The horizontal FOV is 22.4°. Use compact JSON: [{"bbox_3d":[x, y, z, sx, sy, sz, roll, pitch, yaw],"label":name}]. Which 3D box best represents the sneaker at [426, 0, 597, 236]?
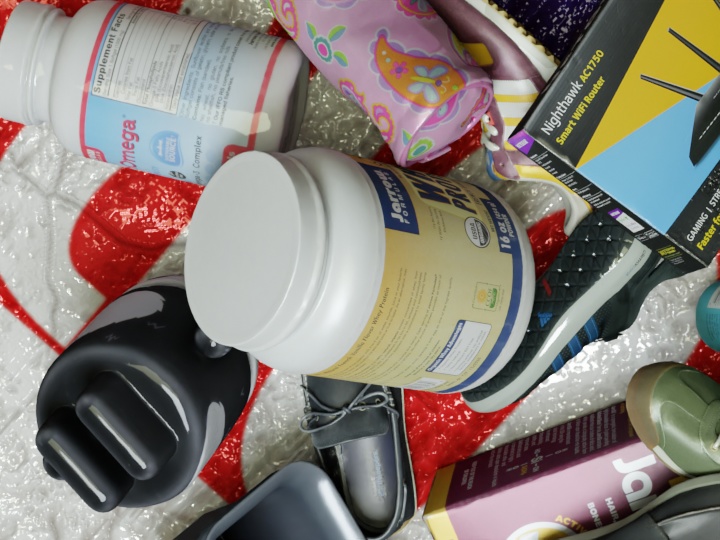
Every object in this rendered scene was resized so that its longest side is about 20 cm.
[{"bbox_3d":[0.100,-0.111,1.220,0.200,0.075,0.090,42,100,-3],"label":"sneaker"}]

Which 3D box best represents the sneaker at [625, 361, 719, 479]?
[{"bbox_3d":[0.266,0.122,1.165,0.200,0.090,0.067,41,65,-24],"label":"sneaker"}]

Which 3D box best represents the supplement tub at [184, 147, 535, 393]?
[{"bbox_3d":[0.000,0.000,1.180,0.199,0.144,0.145,10,111,-40],"label":"supplement tub"}]

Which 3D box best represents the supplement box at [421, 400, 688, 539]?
[{"bbox_3d":[0.160,0.179,1.268,0.199,0.103,0.132,-22,98,12],"label":"supplement box"}]

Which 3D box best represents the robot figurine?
[{"bbox_3d":[-0.145,0.080,1.235,0.149,0.200,0.126,2,113,16],"label":"robot figurine"}]

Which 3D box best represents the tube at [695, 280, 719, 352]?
[{"bbox_3d":[0.289,0.031,1.166,0.050,0.200,0.078,18,84,-20],"label":"tube"}]

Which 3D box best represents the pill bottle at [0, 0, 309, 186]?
[{"bbox_3d":[-0.141,-0.121,1.233,0.198,0.109,0.110,13,105,5],"label":"pill bottle"}]

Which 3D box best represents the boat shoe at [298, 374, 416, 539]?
[{"bbox_3d":[-0.005,0.101,1.294,0.074,0.062,0.202,-11,101,12],"label":"boat shoe"}]

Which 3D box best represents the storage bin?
[{"bbox_3d":[-0.069,0.257,1.291,0.134,0.145,0.201,-21,102,51],"label":"storage bin"}]

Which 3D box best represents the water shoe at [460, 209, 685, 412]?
[{"bbox_3d":[0.148,0.037,1.249,0.079,0.072,0.200,18,131,-33],"label":"water shoe"}]

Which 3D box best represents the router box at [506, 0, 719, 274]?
[{"bbox_3d":[0.210,-0.122,1.170,0.149,0.051,0.201,35,79,-4],"label":"router box"}]

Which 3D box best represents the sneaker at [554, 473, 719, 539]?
[{"bbox_3d":[0.185,0.204,1.141,0.199,0.106,0.075,-28,111,28],"label":"sneaker"}]

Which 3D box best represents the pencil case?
[{"bbox_3d":[-0.002,-0.162,1.189,0.087,0.087,0.200,-46,74,15],"label":"pencil case"}]
